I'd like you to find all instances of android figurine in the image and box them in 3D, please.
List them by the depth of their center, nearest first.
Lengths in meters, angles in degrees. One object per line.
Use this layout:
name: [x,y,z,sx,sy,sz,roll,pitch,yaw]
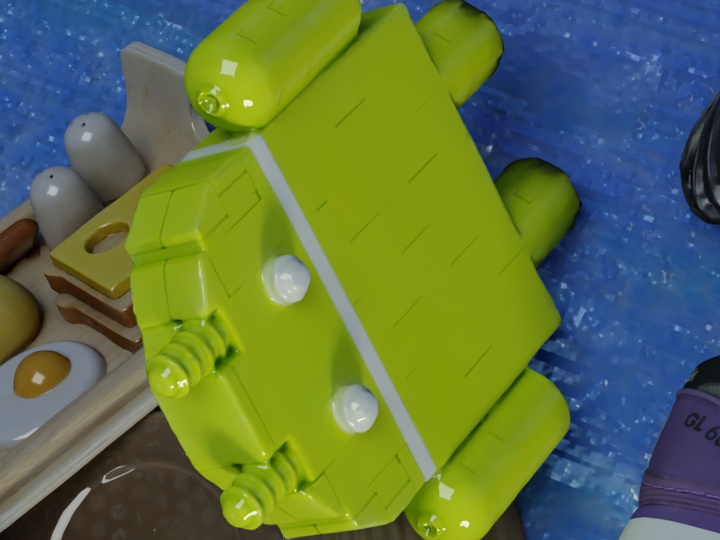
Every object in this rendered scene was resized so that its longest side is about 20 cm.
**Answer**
android figurine: [0.000,0.000,0.867,0.041,0.200,0.182,-12,112,39]

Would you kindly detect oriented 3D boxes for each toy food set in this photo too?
toy food set: [-0.115,0.001,0.925,0.200,0.061,0.143,-39,34,-18]

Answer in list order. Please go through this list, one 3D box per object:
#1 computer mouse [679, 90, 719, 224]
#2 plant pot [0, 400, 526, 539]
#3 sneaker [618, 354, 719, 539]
computer mouse: [0.208,-0.066,0.891,0.199,0.053,0.139,8,76,34]
plant pot: [-0.051,0.104,0.914,0.200,0.093,0.202,-5,73,18]
sneaker: [0.180,0.073,0.848,0.199,0.076,0.088,14,74,24]
